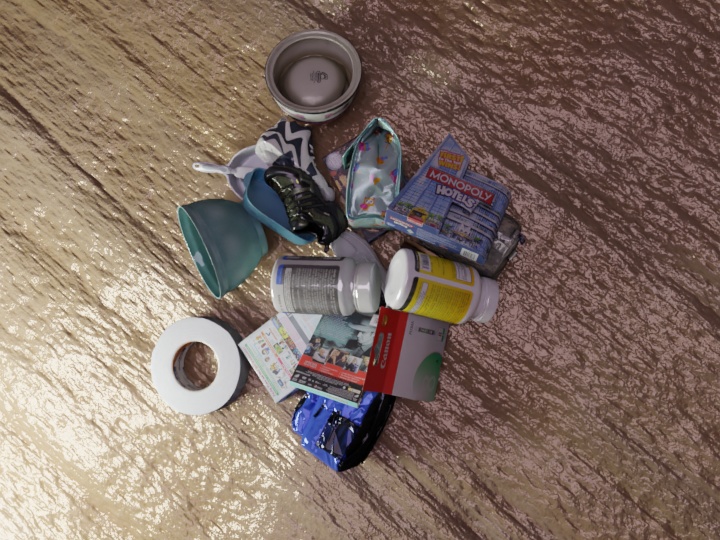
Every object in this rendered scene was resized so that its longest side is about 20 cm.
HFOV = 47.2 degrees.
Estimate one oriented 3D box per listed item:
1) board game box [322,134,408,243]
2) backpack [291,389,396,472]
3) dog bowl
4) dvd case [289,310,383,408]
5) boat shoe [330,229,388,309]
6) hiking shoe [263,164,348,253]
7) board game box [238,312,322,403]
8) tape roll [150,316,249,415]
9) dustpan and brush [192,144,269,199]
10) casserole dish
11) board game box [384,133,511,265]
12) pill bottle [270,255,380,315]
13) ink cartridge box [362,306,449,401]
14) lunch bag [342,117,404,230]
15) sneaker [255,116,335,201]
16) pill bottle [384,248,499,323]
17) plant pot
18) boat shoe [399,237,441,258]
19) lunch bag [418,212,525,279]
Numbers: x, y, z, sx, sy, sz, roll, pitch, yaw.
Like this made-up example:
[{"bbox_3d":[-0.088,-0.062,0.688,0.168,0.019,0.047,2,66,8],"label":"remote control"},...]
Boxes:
[{"bbox_3d":[0.026,-0.178,1.701,0.134,0.035,0.202,-30,83,7],"label":"board game box"},{"bbox_3d":[-0.029,0.269,1.626,0.167,0.162,0.202,32,93,13],"label":"backpack"},{"bbox_3d":[-0.094,-0.388,1.686,0.197,0.074,0.203,0,68,1],"label":"dog bowl"},{"bbox_3d":[-0.032,0.156,1.586,0.144,0.022,0.202,15,56,15],"label":"dvd case"},{"bbox_3d":[0.000,0.000,1.674,0.072,0.068,0.201,-37,85,26],"label":"boat shoe"},{"bbox_3d":[-0.118,-0.127,1.630,0.199,0.101,0.076,38,137,-4],"label":"hiking shoe"},{"bbox_3d":[-0.129,0.154,1.698,0.199,0.064,0.148,-36,81,5],"label":"board game box"},{"bbox_3d":[-0.335,0.198,1.729,0.197,0.066,0.204,0,88,9],"label":"tape roll"},{"bbox_3d":[-0.252,-0.205,1.735,0.197,0.057,0.142,8,89,10],"label":"dustpan and brush"},{"bbox_3d":[-0.162,-0.125,1.675,0.199,0.122,0.039,33,132,-22],"label":"casserole dish"},{"bbox_3d":[0.171,-0.140,1.502,0.197,0.062,0.202,22,66,7],"label":"board game box"},{"bbox_3d":[-0.065,0.030,1.603,0.197,0.114,0.116,2,88,14],"label":"pill bottle"},{"bbox_3d":[0.091,0.161,1.570,0.050,0.199,0.164,10,86,34],"label":"ink cartridge box"},{"bbox_3d":[0.026,-0.186,1.597,0.120,0.170,0.204,2,88,2],"label":"lunch bag"},{"bbox_3d":[-0.113,-0.235,1.702,0.198,0.079,0.131,37,53,-13],"label":"sneaker"},{"bbox_3d":[0.153,0.036,1.539,0.197,0.112,0.114,15,90,-16],"label":"pill bottle"},{"bbox_3d":[-0.271,-0.063,1.681,0.133,0.200,0.202,-26,83,-20],"label":"plant pot"},{"bbox_3d":[0.158,0.011,1.652,0.199,0.070,0.071,33,91,9],"label":"boat shoe"},{"bbox_3d":[0.213,-0.075,1.598,0.198,0.168,0.141,32,93,9],"label":"lunch bag"}]
